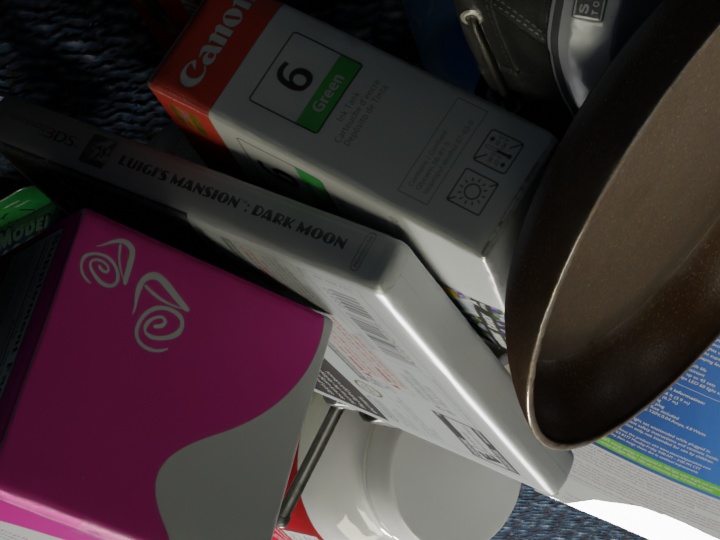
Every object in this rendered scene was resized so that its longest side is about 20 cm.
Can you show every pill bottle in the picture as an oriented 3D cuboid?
[{"bbox_3d":[-0.008,0.098,0.971,0.112,0.112,0.200,12,173,-34],"label":"pill bottle"}]

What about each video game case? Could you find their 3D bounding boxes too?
[{"bbox_3d":[-0.025,0.012,0.683,0.182,0.023,0.200,21,165,31],"label":"video game case"}]

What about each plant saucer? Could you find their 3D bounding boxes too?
[{"bbox_3d":[0.107,-0.032,0.577,0.032,0.200,0.200,35,172,24],"label":"plant saucer"}]

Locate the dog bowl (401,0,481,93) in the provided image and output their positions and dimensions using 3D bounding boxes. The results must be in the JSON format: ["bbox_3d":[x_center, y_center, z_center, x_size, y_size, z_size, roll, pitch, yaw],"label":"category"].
[{"bbox_3d":[0.107,-0.108,0.635,0.200,0.050,0.111,-12,157,18],"label":"dog bowl"}]

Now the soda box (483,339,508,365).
[{"bbox_3d":[0.000,0.000,0.868,0.200,0.063,0.071,11,155,-32],"label":"soda box"}]

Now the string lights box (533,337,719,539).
[{"bbox_3d":[0.159,0.041,0.775,0.103,0.059,0.200,23,137,-1],"label":"string lights box"}]

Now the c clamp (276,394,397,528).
[{"bbox_3d":[0.068,0.052,0.860,0.200,0.027,0.171,9,115,-36],"label":"c clamp"}]

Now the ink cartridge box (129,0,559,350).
[{"bbox_3d":[-0.019,-0.046,0.629,0.200,0.050,0.109,28,168,22],"label":"ink cartridge box"}]

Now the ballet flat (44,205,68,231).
[{"bbox_3d":[-0.109,0.038,0.812,0.070,0.067,0.200,23,145,4],"label":"ballet flat"}]

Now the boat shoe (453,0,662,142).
[{"bbox_3d":[0.069,-0.059,0.609,0.066,0.070,0.200,13,168,18],"label":"boat shoe"}]

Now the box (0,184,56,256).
[{"bbox_3d":[-0.127,0.013,0.904,0.117,0.048,0.200,-21,150,36],"label":"box"}]

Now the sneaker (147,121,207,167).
[{"bbox_3d":[0.017,-0.045,0.723,0.200,0.074,0.116,5,164,-15],"label":"sneaker"}]

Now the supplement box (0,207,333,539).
[{"bbox_3d":[-0.109,0.060,0.661,0.101,0.103,0.200,25,159,-24],"label":"supplement box"}]

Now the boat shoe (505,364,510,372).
[{"bbox_3d":[0.134,0.029,0.951,0.201,0.072,0.060,-16,-169,26],"label":"boat shoe"}]
